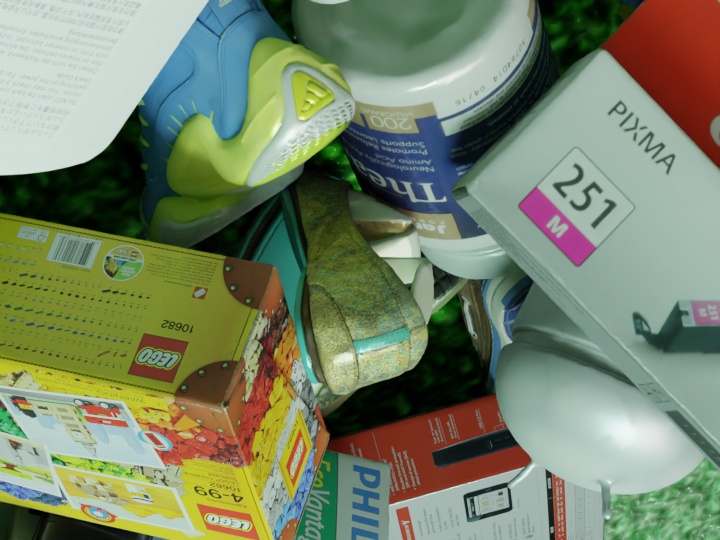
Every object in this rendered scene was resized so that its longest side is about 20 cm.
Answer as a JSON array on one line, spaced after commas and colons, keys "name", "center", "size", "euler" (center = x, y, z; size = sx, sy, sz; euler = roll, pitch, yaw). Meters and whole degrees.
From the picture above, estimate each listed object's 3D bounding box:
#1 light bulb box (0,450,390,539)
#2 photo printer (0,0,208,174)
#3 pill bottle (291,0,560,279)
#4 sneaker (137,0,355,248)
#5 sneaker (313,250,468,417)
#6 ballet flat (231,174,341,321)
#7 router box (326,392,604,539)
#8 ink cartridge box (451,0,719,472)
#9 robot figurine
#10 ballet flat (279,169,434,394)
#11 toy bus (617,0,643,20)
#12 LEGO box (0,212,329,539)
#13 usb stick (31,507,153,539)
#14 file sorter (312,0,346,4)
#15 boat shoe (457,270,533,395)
[{"name": "light bulb box", "center": [-0.095, 0.188, 1.329], "size": [0.200, 0.198, 0.125], "euler": [13, 136, -14]}, {"name": "photo printer", "center": [-0.141, -0.124, 1.071], "size": [0.166, 0.069, 0.200], "euler": [7, 129, -46]}, {"name": "pill bottle", "center": [0.043, -0.079, 1.255], "size": [0.111, 0.111, 0.200], "euler": [-32, 147, -4]}, {"name": "sneaker", "center": [-0.071, -0.079, 1.203], "size": [0.076, 0.105, 0.200], "euler": [-33, 180, -30]}, {"name": "sneaker", "center": [-0.006, 0.030, 1.403], "size": [0.200, 0.077, 0.089], "euler": [-38, 158, 18]}, {"name": "ballet flat", "center": [-0.055, 0.043, 1.315], "size": [0.067, 0.200, 0.070], "euler": [28, 153, -29]}, {"name": "router box", "center": [0.052, 0.136, 1.524], "size": [0.179, 0.049, 0.200], "euler": [-15, 157, -2]}, {"name": "ink cartridge box", "center": [0.171, -0.026, 1.190], "size": [0.174, 0.200, 0.044], "euler": [-45, -176, -9]}, {"name": "robot figurine", "center": [0.138, 0.025, 1.284], "size": [0.113, 0.170, 0.200], "euler": [31, 78, -26]}, {"name": "ballet flat", "center": [0.000, 0.000, 1.215], "size": [0.071, 0.200, 0.071], "euler": [-1, 111, -4]}, {"name": "toy bus", "center": [0.217, -0.118, 1.289], "size": [0.192, 0.200, 0.136], "euler": [9, 123, -39]}, {"name": "LEGO box", "center": [-0.128, 0.050, 1.194], "size": [0.149, 0.200, 0.077], "euler": [75, 30, -55]}, {"name": "usb stick", "center": [-0.122, 0.103, 1.282], "size": [0.055, 0.200, 0.033], "euler": [20, 135, -4]}, {"name": "file sorter", "center": [-0.048, -0.213, 0.923], "size": [0.139, 0.124, 0.200], "euler": [-52, 137, -12]}, {"name": "boat shoe", "center": [0.092, 0.018, 1.456], "size": [0.072, 0.072, 0.200], "euler": [-25, 154, -10]}]
